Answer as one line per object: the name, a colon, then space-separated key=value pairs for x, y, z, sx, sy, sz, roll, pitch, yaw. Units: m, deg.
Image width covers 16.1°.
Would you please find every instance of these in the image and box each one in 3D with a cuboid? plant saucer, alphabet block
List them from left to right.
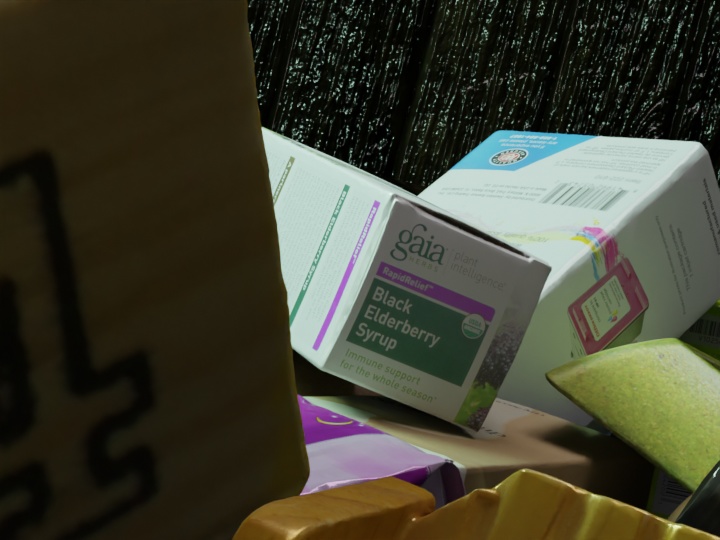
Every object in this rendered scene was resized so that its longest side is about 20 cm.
alphabet block: x=-0.156 y=-0.002 z=0.697 sx=0.195 sy=0.197 sz=0.200 roll=22 pitch=39 yaw=40
plant saucer: x=0.193 y=0.096 z=1.131 sx=0.200 sy=0.048 sz=0.200 roll=38 pitch=5 yaw=19

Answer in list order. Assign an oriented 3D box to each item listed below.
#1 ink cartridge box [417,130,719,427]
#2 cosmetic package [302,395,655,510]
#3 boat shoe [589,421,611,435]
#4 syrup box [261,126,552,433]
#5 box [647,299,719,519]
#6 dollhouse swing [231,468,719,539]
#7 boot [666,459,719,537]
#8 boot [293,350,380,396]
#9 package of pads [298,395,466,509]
ink cartridge box: x=0.073 y=0.015 z=1.280 sx=0.144 sy=0.085 sz=0.200 roll=7 pitch=35 yaw=44
cosmetic package: x=0.032 y=0.098 z=1.066 sx=0.105 sy=0.071 sz=0.200 roll=17 pitch=7 yaw=30
boat shoe: x=0.085 y=0.073 z=1.386 sx=0.062 sy=0.073 sz=0.200 roll=18 pitch=14 yaw=28
syrup box: x=0.000 y=0.000 z=1.111 sx=0.079 sy=0.082 sz=0.200 roll=22 pitch=4 yaw=-22
box: x=0.182 y=0.066 z=1.413 sx=0.048 sy=0.122 sz=0.200 roll=11 pitch=7 yaw=5
dollhouse swing: x=0.027 y=0.122 z=0.524 sx=0.200 sy=0.182 sz=0.176 roll=18 pitch=-12 yaw=29
boot: x=0.176 y=0.143 z=0.985 sx=0.146 sy=0.070 sz=0.200 roll=36 pitch=-20 yaw=6
boot: x=-0.058 y=0.050 z=1.173 sx=0.200 sy=0.076 sz=0.074 roll=11 pitch=42 yaw=10
package of pads: x=-0.067 y=0.082 z=0.910 sx=0.120 sy=0.076 sz=0.200 roll=-12 pitch=20 yaw=-36
